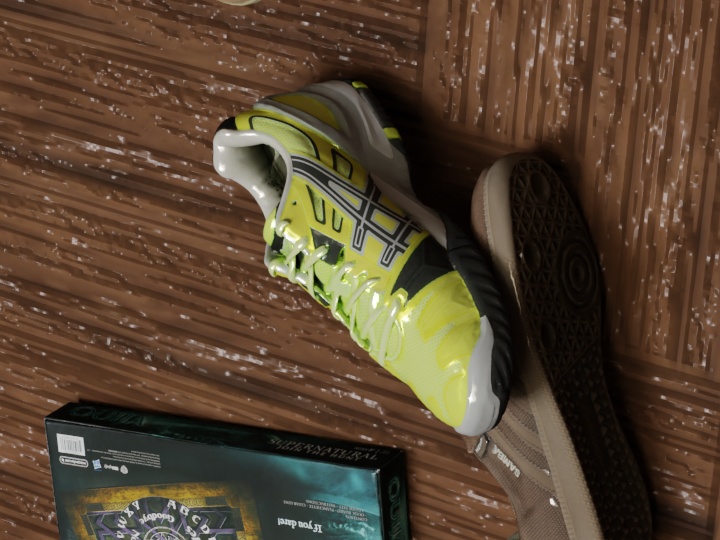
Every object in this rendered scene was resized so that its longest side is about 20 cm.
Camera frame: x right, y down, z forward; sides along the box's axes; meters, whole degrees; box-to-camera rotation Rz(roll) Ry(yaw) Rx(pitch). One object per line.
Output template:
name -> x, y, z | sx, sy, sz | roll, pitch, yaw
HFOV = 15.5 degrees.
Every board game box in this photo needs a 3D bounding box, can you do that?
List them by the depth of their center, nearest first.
board game box -> -0.065, 0.144, 1.323 | 0.199, 0.028, 0.136 | 7, 111, 30

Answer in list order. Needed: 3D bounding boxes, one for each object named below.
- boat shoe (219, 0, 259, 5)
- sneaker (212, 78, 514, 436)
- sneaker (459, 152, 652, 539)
boat shoe -> -0.122, -0.185, 1.214 | 0.200, 0.064, 0.072 | 38, 123, 16
sneaker -> 0.000, 0.000, 1.155 | 0.200, 0.076, 0.076 | 55, 146, 37
sneaker -> 0.068, 0.049, 1.177 | 0.075, 0.070, 0.201 | -7, 103, 36
